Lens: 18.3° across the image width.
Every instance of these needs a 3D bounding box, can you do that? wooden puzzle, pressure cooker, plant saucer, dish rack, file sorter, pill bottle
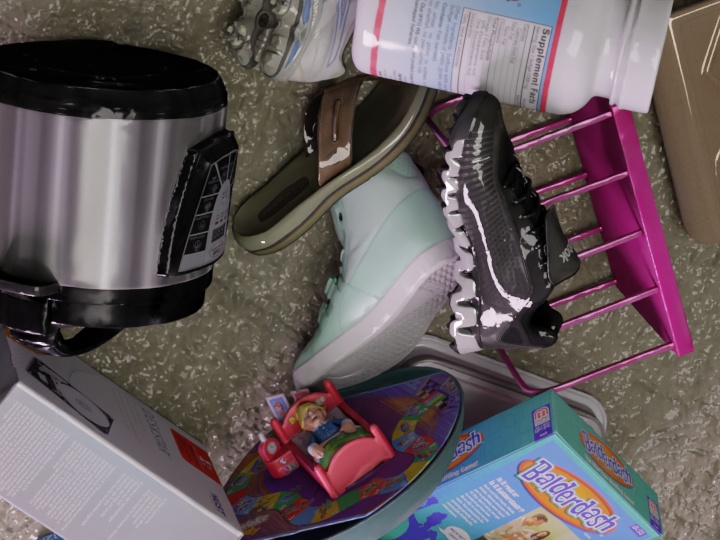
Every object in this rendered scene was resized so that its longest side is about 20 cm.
[{"bbox_3d":[0.316,-0.134,1.663,0.199,0.046,0.186,-18,114,-2],"label":"wooden puzzle"},{"bbox_3d":[-0.178,-0.043,1.492,0.175,0.179,0.201,-1,107,-26],"label":"pressure cooker"},{"bbox_3d":[-0.006,0.145,1.597,0.200,0.200,0.036,-32,113,-1],"label":"plant saucer"},{"bbox_3d":[0.084,0.153,1.712,0.200,0.044,0.172,20,104,-22],"label":"dish rack"},{"bbox_3d":[0.136,-0.032,1.601,0.125,0.139,0.200,-21,115,-5],"label":"file sorter"},{"bbox_3d":[0.101,-0.165,1.480,0.199,0.109,0.109,12,109,5],"label":"pill bottle"}]

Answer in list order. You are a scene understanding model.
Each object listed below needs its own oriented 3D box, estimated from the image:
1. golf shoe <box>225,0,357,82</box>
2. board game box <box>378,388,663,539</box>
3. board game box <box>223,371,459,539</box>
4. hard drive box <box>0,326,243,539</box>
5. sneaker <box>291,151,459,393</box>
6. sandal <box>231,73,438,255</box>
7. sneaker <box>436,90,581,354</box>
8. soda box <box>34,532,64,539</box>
[{"bbox_3d":[-0.017,-0.223,1.536,0.097,0.078,0.200,11,109,-44],"label":"golf shoe"},{"bbox_3d":[0.098,0.180,1.644,0.200,0.045,0.152,-27,131,23],"label":"board game box"},{"bbox_3d":[-0.028,0.119,1.576,0.200,0.158,0.039,-17,117,33],"label":"board game box"},{"bbox_3d":[-0.193,0.129,1.567,0.200,0.156,0.077,38,97,-25],"label":"hard drive box"},{"bbox_3d":[0.000,0.000,1.624,0.074,0.118,0.200,-3,147,-42],"label":"sneaker"},{"bbox_3d":[-0.020,-0.092,1.567,0.201,0.080,0.057,-43,117,5],"label":"sandal"},{"bbox_3d":[0.102,-0.028,1.480,0.090,0.067,0.201,7,124,18],"label":"sneaker"},{"bbox_3d":[-0.176,0.284,1.683,0.068,0.064,0.200,-22,114,-6],"label":"soda box"}]
